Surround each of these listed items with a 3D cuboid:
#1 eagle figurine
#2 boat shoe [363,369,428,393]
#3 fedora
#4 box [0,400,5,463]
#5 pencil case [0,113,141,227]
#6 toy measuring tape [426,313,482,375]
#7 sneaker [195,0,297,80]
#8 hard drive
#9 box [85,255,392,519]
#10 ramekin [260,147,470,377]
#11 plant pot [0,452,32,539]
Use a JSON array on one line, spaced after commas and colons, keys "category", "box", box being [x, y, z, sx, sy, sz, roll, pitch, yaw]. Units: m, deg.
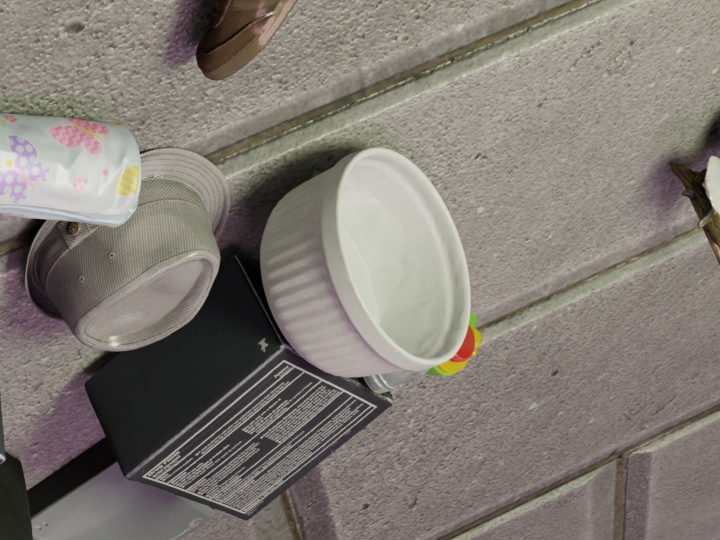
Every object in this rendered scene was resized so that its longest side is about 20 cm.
[{"category": "eagle figurine", "box": [0.426, -0.114, 1.796, 0.200, 0.151, 0.152, -26, 137, 13]}, {"category": "boat shoe", "box": [0.065, 0.052, 1.690, 0.071, 0.070, 0.201, -18, -161, 30]}, {"category": "fedora", "box": [-0.187, -0.002, 1.495, 0.200, 0.090, 0.177, -34, 147, 5]}, {"category": "box", "box": [-0.425, 0.128, 1.408, 0.200, 0.118, 0.197, -40, 124, 15]}, {"category": "pencil case", "box": [-0.266, -0.077, 1.339, 0.200, 0.091, 0.083, 0, 136, -39]}, {"category": "toy measuring tape", "box": [0.057, 0.070, 1.788, 0.200, 0.074, 0.074, 11, 129, -47]}, {"category": "sneaker", "box": [-0.076, -0.231, 1.324, 0.075, 0.071, 0.200, 33, 121, -22]}, {"category": "hard drive", "box": [-0.255, 0.251, 1.824, 0.139, 0.033, 0.200, -35, 146, 6]}, {"category": "box", "box": [-0.114, 0.115, 1.659, 0.200, 0.123, 0.198, -40, 147, 13]}, {"category": "ramekin", "box": [0.000, 0.000, 1.551, 0.105, 0.201, 0.200, -19, 155, 32]}, {"category": "plant pot", "box": [-0.412, 0.264, 1.593, 0.200, 0.178, 0.200, -33, 146, 5]}]
